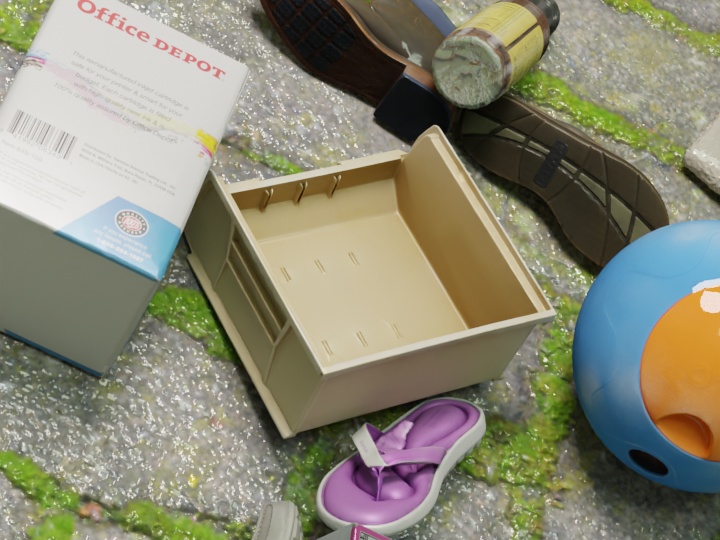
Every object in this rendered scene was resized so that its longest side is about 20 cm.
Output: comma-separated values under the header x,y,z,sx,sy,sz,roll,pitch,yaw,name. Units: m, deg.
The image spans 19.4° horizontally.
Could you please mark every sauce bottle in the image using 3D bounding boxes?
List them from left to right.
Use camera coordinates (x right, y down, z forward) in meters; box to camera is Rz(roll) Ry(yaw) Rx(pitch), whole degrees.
x,y,z,sx,sy,sz,roll,pitch,yaw,name
0.116,-0.183,1.703,0.065,0.065,0.200,43,28,4,sauce bottle

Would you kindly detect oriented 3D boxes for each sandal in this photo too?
x,y,z,sx,sy,sz,roll,pitch,yaw,name
0.025,0.125,1.473,0.082,0.050,0.203,6,22,22,sandal
0.167,-0.074,1.698,0.200,0.082,0.055,34,17,10,sandal

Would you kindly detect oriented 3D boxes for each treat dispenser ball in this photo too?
x,y,z,sx,sy,sz,roll,pitch,yaw,name
0.256,0.063,1.563,0.200,0.201,0.202,12,56,-18,treat dispenser ball

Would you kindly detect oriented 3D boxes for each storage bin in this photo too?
x,y,z,sx,sy,sz,roll,pitch,yaw,name
0.000,0.000,1.536,0.199,0.094,0.199,-13,60,-31,storage bin

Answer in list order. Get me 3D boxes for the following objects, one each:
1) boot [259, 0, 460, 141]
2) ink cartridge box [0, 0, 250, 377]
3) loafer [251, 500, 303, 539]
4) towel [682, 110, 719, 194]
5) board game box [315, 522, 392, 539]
x,y,z,sx,sy,sz,roll,pitch,yaw,name
0.006,-0.195,1.693,0.200,0.075,0.097,42,42,-8,boot
-0.190,-0.065,1.464,0.146,0.146,0.201,26,53,-8,ink cartridge box
-0.079,0.231,1.384,0.069,0.070,0.200,2,41,11,loafer
0.370,-0.110,1.830,0.132,0.035,0.200,41,53,4,towel
0.049,0.274,1.391,0.200,0.064,0.148,29,51,-28,board game box
